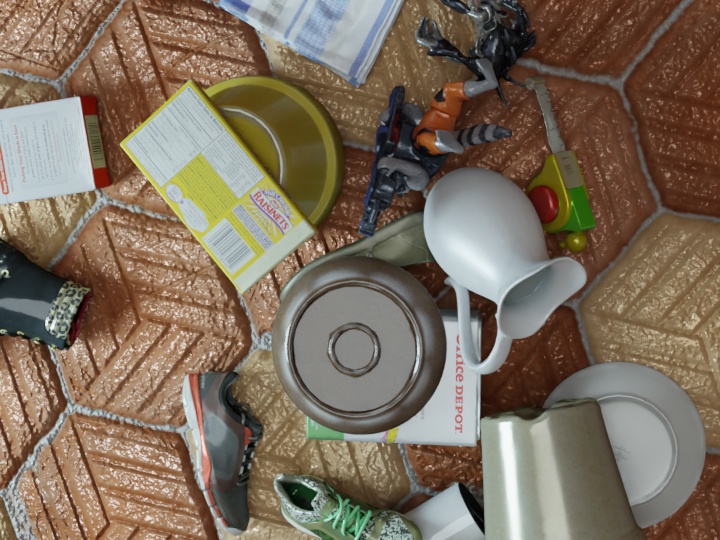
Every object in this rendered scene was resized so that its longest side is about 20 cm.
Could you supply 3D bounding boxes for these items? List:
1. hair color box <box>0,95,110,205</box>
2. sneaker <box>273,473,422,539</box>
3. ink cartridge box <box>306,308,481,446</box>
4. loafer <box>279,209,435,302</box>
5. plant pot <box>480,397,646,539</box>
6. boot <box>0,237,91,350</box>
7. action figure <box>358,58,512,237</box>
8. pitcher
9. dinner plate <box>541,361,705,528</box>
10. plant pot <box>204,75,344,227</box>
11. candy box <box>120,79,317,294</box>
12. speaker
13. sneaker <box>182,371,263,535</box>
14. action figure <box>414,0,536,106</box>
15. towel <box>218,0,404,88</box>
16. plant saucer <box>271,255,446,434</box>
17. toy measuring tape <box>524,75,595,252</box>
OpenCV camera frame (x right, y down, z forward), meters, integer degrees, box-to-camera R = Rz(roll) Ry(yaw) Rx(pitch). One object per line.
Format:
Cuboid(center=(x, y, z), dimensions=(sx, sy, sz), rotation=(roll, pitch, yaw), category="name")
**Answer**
Cuboid(center=(-0.406, -0.137, 1.491), dimensions=(0.198, 0.064, 0.112), rotation=(-8, 97, 7), category="hair color box")
Cuboid(center=(-0.024, 0.283, 1.437), dimensions=(0.199, 0.089, 0.077), rotation=(16, 71, 30), category="sneaker")
Cuboid(center=(0.041, 0.119, 1.450), dimensions=(0.198, 0.084, 0.146), rotation=(1, 96, 8), category="ink cartridge box")
Cuboid(center=(0.000, 0.000, 1.446), dimensions=(0.199, 0.076, 0.068), rotation=(-29, 86, 10), category="loafer")
Cuboid(center=(0.210, 0.241, 1.382), dimensions=(0.199, 0.200, 0.185), rotation=(-10, 86, 8), category="plant pot")
Cuboid(center=(-0.425, 0.073, 1.514), dimensions=(0.153, 0.073, 0.205), rotation=(26, 101, 1), category="boot")
Cuboid(center=(0.070, -0.119, 1.376), dimensions=(0.104, 0.193, 0.201), rotation=(23, 65, -18), category="action figure")
Cuboid(center=(0.134, -0.004, 1.365), dimensions=(0.121, 0.200, 0.172), rotation=(18, 117, -38), category="pitcher")
Cuboid(center=(0.299, 0.206, 1.458), dimensions=(0.198, 0.024, 0.202), rotation=(1, 98, 8), category="dinner plate")
Cuboid(center=(-0.127, -0.117, 1.393), dimensions=(0.199, 0.189, 0.203), rotation=(1, 96, 7), category="plant pot")
Cuboid(center=(-0.145, -0.085, 1.290), dimensions=(0.102, 0.026, 0.200), rotation=(-39, 91, 7), category="candy box")
Cuboid(center=(0.055, 0.330, 1.475), dimensions=(0.199, 0.081, 0.082), rotation=(-33, 92, 10), category="speaker")
Cuboid(center=(-0.151, 0.213, 1.493), dimensions=(0.081, 0.077, 0.202), rotation=(-14, 95, 2), category="sneaker")
Cuboid(center=(0.127, -0.280, 1.386), dimensions=(0.119, 0.102, 0.201), rotation=(-38, 133, -17), category="action figure")
Cuboid(center=(-0.050, -0.320, 1.443), dimensions=(0.199, 0.024, 0.148), rotation=(30, 99, 3), category="towel")
Cuboid(center=(-0.004, 0.085, 1.395), dimensions=(0.198, 0.032, 0.202), rotation=(1, 94, 8), category="plant saucer")
Cuboid(center=(0.208, -0.114, 1.416), dimensions=(0.073, 0.074, 0.202), rotation=(-19, 84, 9), category="toy measuring tape")
